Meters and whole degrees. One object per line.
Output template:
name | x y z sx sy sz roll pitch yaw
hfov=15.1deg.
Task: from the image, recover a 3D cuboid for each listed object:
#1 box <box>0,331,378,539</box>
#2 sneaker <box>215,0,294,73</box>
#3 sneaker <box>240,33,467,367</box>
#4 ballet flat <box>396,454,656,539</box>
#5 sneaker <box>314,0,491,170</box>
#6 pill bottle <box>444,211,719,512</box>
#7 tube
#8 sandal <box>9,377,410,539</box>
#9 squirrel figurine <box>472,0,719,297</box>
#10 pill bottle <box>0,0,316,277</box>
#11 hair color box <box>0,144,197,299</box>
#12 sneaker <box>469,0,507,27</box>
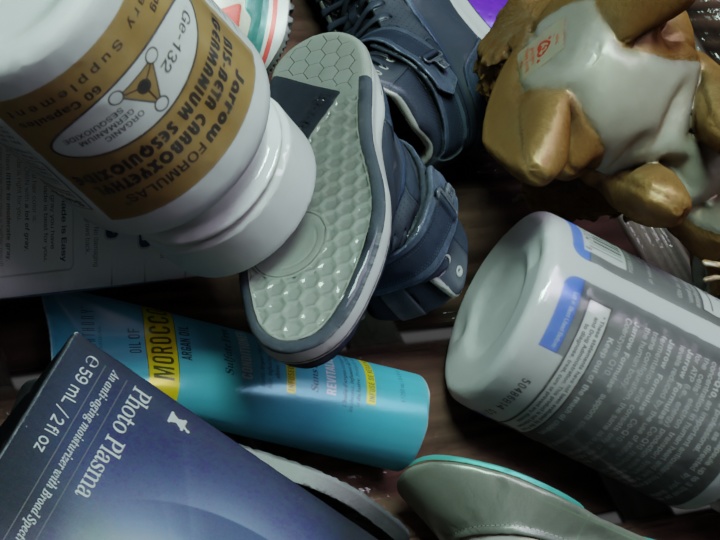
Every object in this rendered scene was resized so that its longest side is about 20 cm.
box | -0.101 0.169 1.160 0.198 0.123 0.200 35 41 -8
sneaker | -0.094 -0.198 1.520 0.093 0.070 0.201 8 60 -25
sneaker | 0.002 -0.001 1.366 0.203 0.077 0.146 -82 155 -42
ballet flat | 0.108 0.153 1.377 0.199 0.067 0.064 22 54 -19
sneaker | -0.004 -0.139 1.541 0.202 0.077 0.146 49 38 8
pill bottle | 0.156 0.059 1.459 0.199 0.114 0.114 27 42 -16
tube | -0.064 0.055 1.351 0.199 0.051 0.078 14 31 -22
sandal | -0.075 0.108 1.285 0.200 0.075 0.048 21 69 -11
squirrel figurine | 0.158 -0.073 1.486 0.186 0.142 0.200 36 -4 -26
pill bottle | -0.106 -0.082 1.233 0.200 0.114 0.115 45 27 -47
hair color box | -0.149 -0.042 1.323 0.199 0.060 0.101 -6 101 -41
sneaker | 0.131 -0.134 1.620 0.200 0.100 0.070 32 39 -10
